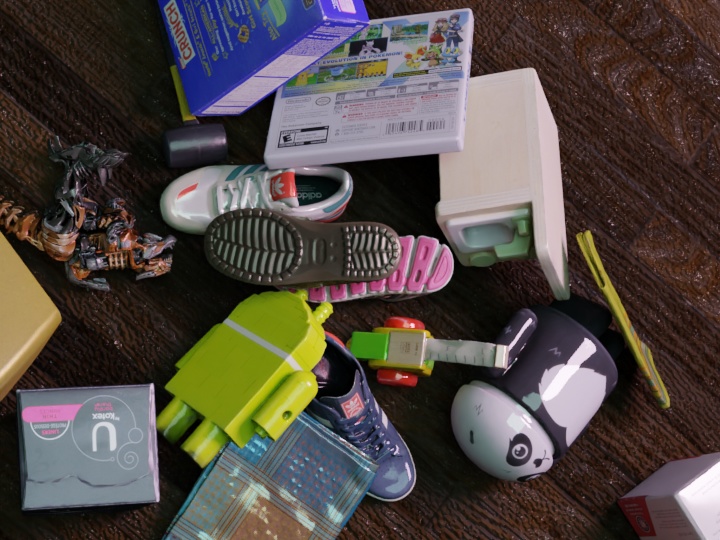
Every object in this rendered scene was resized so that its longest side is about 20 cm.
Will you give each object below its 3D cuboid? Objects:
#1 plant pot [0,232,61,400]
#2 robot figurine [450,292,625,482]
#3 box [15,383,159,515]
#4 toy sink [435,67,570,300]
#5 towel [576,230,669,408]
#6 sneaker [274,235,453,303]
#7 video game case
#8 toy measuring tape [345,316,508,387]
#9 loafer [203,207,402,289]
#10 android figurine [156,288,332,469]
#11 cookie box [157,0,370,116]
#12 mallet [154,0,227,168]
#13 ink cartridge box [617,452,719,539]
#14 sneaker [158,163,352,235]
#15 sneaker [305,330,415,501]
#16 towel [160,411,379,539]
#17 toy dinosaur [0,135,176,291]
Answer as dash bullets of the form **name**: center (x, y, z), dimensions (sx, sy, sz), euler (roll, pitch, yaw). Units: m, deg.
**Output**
- **plant pot**: center (-0.389, 0.053, 1.365), dimensions (0.176, 0.200, 0.201), euler (-37, 89, -27)
- **robot figurine**: center (0.180, 0.118, 1.507), dimensions (0.150, 0.125, 0.200), euler (43, 73, -2)
- **box**: center (-0.250, 0.165, 1.363), dimensions (0.120, 0.200, 0.108), euler (-2, 81, -13)
- **toy sink**: center (0.139, -0.076, 1.497), dimensions (0.110, 0.130, 0.203), euler (-8, 66, 15)
- **towel**: center (0.266, 0.051, 1.508), dimensions (0.018, 0.201, 0.087), euler (-26, 41, 8)
- **sneaker**: center (0.000, 0.000, 1.519), dimensions (0.197, 0.087, 0.075), euler (-1, 82, 11)
- **video game case**: center (0.011, -0.182, 1.495), dimensions (0.197, 0.022, 0.184), euler (-5, 51, 15)
- **toy measuring tape**: center (0.071, 0.083, 1.480), dimensions (0.073, 0.198, 0.075), euler (-3, 94, -54)
- **loafer**: center (-0.054, -0.015, 1.452), dimensions (0.197, 0.067, 0.077), euler (7, 81, 12)
- **android figurine**: center (-0.108, 0.095, 1.429), dimensions (0.200, 0.181, 0.041), euler (-48, 126, -16)
- **cookie box**: center (-0.104, -0.270, 1.467), dimensions (0.075, 0.199, 0.173), euler (-2, 70, -49)
- **mallet**: center (-0.194, -0.199, 1.530), dimensions (0.065, 0.041, 0.202), euler (-17, 80, -18)
- **ink cartridge box**: center (0.366, 0.291, 1.507), dimensions (0.082, 0.147, 0.201), euler (-32, 89, -18)
- **sneaker**: center (-0.101, -0.080, 1.497), dimensions (0.197, 0.093, 0.071), euler (-3, 80, -13)
- **sneaker**: center (-0.009, 0.143, 1.479), dimensions (0.075, 0.084, 0.201), euler (-38, 94, -17)
- **towel**: center (-0.091, 0.232, 1.452), dimensions (0.146, 0.022, 0.201), euler (34, 91, -4)
- **toy dinosaur**: center (-0.276, -0.054, 1.457), dimensions (0.198, 0.102, 0.138), euler (11, 98, -29)
